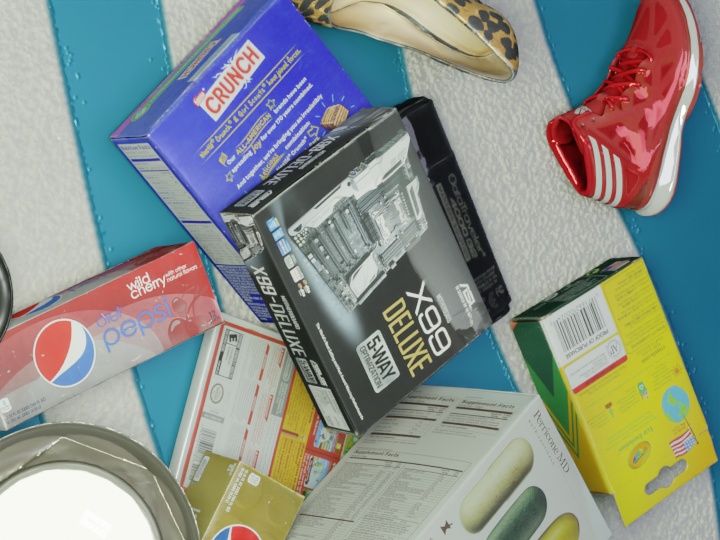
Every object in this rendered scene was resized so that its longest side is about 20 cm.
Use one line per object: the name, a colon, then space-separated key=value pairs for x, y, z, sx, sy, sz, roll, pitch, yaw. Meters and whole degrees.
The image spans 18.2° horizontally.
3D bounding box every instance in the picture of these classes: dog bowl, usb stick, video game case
dog bowl: x=-0.214 y=0.212 z=1.625 sx=0.198 sy=0.059 sz=0.202 roll=2 pitch=81 yaw=-9
usb stick: x=0.072 y=-0.048 z=1.874 sx=0.055 sy=0.032 sz=0.201 roll=-32 pitch=105 yaw=-37
video game case: x=-0.052 y=0.131 z=1.795 sx=0.199 sy=0.017 sz=0.144 roll=21 pitch=77 yaw=-30

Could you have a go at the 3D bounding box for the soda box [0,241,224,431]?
soda box: x=-0.204 y=0.047 z=1.673 sx=0.199 sy=0.063 sz=0.070 roll=-26 pitch=100 yaw=-31

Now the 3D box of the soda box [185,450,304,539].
soda box: x=-0.123 y=0.243 z=1.706 sx=0.068 sy=0.064 sz=0.201 roll=32 pitch=79 yaw=-28

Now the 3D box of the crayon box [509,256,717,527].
crayon box: x=0.221 y=0.105 z=1.953 sx=0.126 sy=0.051 sz=0.201 roll=-29 pitch=103 yaw=-30

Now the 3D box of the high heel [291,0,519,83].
high heel: x=0.031 y=-0.197 z=1.790 sx=0.199 sy=0.072 sz=0.143 roll=-8 pitch=48 yaw=-37

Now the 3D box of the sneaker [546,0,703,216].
sneaker: x=0.227 y=-0.154 z=1.952 sx=0.115 sy=0.078 sz=0.202 roll=9 pitch=82 yaw=-33

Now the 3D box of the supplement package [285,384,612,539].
supplement package: x=0.063 y=0.212 z=1.766 sx=0.200 sy=0.150 sz=0.152 roll=-46 pitch=120 yaw=-32

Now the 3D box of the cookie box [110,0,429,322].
cookie box: x=-0.069 y=-0.087 z=1.758 sx=0.171 sy=0.075 sz=0.200 roll=-48 pitch=114 yaw=-23

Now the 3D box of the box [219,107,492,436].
box: x=0.000 y=0.000 z=1.729 sx=0.157 sy=0.050 sz=0.201 roll=-37 pitch=114 yaw=-29

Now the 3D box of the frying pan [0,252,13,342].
frying pan: x=-0.321 y=-0.001 z=1.555 sx=0.190 sy=0.031 sz=0.115 roll=35 pitch=73 yaw=-25
